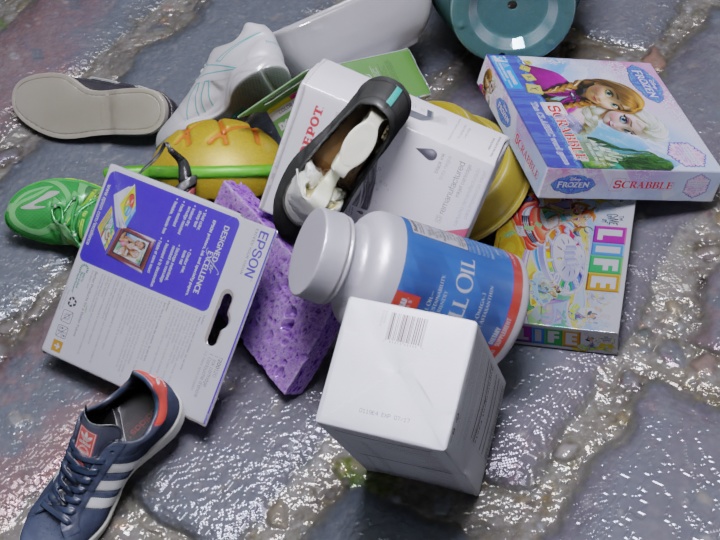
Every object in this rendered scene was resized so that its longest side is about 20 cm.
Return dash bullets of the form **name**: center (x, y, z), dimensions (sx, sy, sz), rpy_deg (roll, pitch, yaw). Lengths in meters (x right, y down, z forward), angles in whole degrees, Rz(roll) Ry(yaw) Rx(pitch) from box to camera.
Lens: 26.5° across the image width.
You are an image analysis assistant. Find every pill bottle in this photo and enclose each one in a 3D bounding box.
- **pill bottle**: center (0.041, 0.012, 1.374), dimensions (0.200, 0.112, 0.112), rpy_deg (16, 44, -20)

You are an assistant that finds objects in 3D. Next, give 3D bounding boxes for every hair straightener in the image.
- **hair straightener**: center (-0.195, -0.026, 1.501), dimensions (0.077, 0.041, 0.200), rpy_deg (-4, 89, -2)

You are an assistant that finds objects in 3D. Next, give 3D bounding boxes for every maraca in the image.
- **maraca**: center (-0.168, -0.104, 1.595), dimensions (0.200, 0.137, 0.107), rpy_deg (0, 92, 18)

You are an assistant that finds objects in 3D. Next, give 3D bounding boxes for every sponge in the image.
- **sponge**: center (-0.094, 0.014, 1.482), dimensions (0.030, 0.112, 0.200), rpy_deg (2, 35, -47)

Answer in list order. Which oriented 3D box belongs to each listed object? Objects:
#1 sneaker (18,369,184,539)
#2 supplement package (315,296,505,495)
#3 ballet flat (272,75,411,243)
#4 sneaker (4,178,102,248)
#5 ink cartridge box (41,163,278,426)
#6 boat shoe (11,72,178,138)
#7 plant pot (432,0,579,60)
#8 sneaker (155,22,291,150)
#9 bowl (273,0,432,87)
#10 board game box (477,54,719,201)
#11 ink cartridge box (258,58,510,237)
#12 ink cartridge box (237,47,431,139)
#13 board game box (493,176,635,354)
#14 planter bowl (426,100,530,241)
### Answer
- **sneaker**: center (-0.241, 0.170, 1.358), dimensions (0.075, 0.085, 0.200), rpy_deg (27, 70, 24)
- **supplement package**: center (0.048, 0.111, 1.301), dimensions (0.114, 0.200, 0.110), rpy_deg (11, 75, 15)
- **ballet flat**: center (-0.027, -0.093, 1.388), dimensions (0.068, 0.200, 0.068), rpy_deg (32, 28, -6)
- **sneaker**: center (-0.277, -0.054, 1.571), dimensions (0.200, 0.084, 0.074), rpy_deg (9, 92, 15)
- **ink cartridge box**: center (-0.186, 0.023, 1.457), dimensions (0.200, 0.043, 0.198), rpy_deg (22, 92, 24)
- **boat shoe**: center (-0.298, -0.183, 1.730), dimensions (0.200, 0.073, 0.063), rpy_deg (7, 6, 19)
- **plant pot**: center (0.161, -0.325, 1.674), dimensions (0.200, 0.200, 0.188), rpy_deg (-4, 37, 3)
- **sneaker**: center (-0.149, -0.188, 1.638), dimensions (0.200, 0.070, 0.080), rpy_deg (-35, 55, 34)
- **bowl**: center (-0.023, -0.258, 1.699), dimensions (0.200, 0.075, 0.200), rpy_deg (-27, 12, -19)
- **board game box**: center (0.245, -0.149, 1.585), dimensions (0.199, 0.041, 0.200), rpy_deg (0, 41, -20)
- **ink cartridge box**: center (0.021, -0.094, 1.461), dimensions (0.200, 0.146, 0.085), rpy_deg (24, 28, 5)
- **ink cartridge box**: center (-0.024, -0.172, 1.583), dimensions (0.104, 0.059, 0.200), rpy_deg (-27, -2, 34)
- **board game box**: center (0.199, -0.010, 1.519), dimensions (0.134, 0.034, 0.200), rpy_deg (6, 49, 11)
- **planter bowl**: center (0.069, -0.114, 1.570), dimensions (0.200, 0.084, 0.201), rpy_deg (-12, 44, 12)
